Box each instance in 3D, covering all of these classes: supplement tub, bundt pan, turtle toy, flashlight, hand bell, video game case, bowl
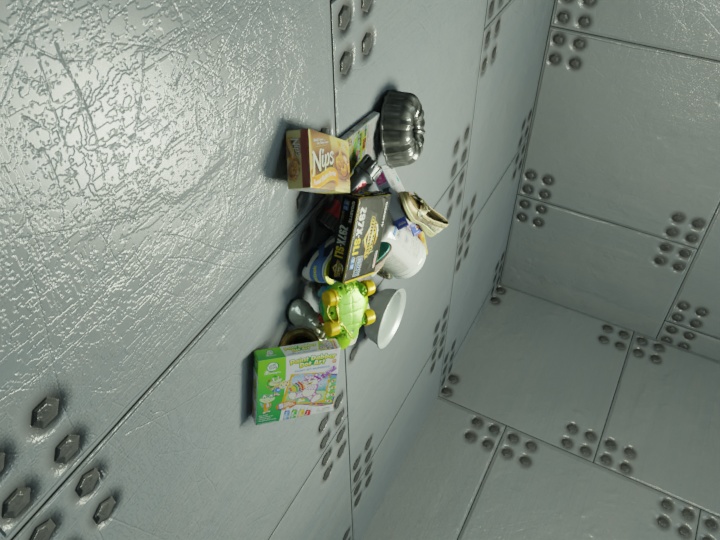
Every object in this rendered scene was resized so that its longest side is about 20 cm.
[{"bbox_3d":[0.077,-0.074,1.798,0.200,0.132,0.132,40,71,-47],"label":"supplement tub"},{"bbox_3d":[0.116,-0.362,1.711,0.202,0.075,0.203,4,90,-70],"label":"bundt pan"},{"bbox_3d":[-0.045,0.102,1.609,0.145,0.101,0.201,-14,112,-35],"label":"turtle toy"},{"bbox_3d":[-0.022,-0.174,1.570,0.200,0.068,0.068,-52,175,-13],"label":"flashlight"},{"bbox_3d":[-0.137,0.205,1.693,0.200,0.104,0.105,66,47,-80],"label":"hand bell"},{"bbox_3d":[-0.008,-0.265,1.635,0.182,0.023,0.201,-49,152,-45],"label":"video game case"},{"bbox_3d":[0.062,0.137,2.095,0.201,0.090,0.202,-53,155,-39],"label":"bowl"}]

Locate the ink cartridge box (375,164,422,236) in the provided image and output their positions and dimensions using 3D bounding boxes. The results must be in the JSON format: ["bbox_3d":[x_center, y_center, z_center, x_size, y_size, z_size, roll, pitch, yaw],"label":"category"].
[{"bbox_3d":[0.096,-0.180,1.728,0.201,0.042,0.119,62,20,-3],"label":"ink cartridge box"}]

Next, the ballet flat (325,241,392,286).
[{"bbox_3d":[0.000,0.000,1.687,0.200,0.068,0.067,-33,141,-2],"label":"ballet flat"}]

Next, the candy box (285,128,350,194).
[{"bbox_3d":[-0.084,-0.222,1.385,0.200,0.055,0.116,-8,95,-67],"label":"candy box"}]

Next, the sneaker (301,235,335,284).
[{"bbox_3d":[-0.078,-0.042,1.603,0.200,0.082,0.074,-59,138,-50],"label":"sneaker"}]

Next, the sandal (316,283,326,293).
[{"bbox_3d":[-0.074,0.078,1.757,0.200,0.054,0.081,56,50,-48],"label":"sandal"}]

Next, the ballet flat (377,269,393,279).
[{"bbox_3d":[0.070,-0.063,1.950,0.068,0.075,0.201,-61,159,-55],"label":"ballet flat"}]

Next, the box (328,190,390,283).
[{"bbox_3d":[-0.001,-0.081,1.546,0.159,0.049,0.201,-15,120,-60],"label":"box"}]

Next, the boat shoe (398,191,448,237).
[{"bbox_3d":[0.160,-0.154,1.709,0.200,0.062,0.074,34,36,-54],"label":"boat shoe"}]

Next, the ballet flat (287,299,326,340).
[{"bbox_3d":[-0.122,0.127,1.651,0.070,0.069,0.200,-63,159,-17],"label":"ballet flat"}]

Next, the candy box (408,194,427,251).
[{"bbox_3d":[0.140,-0.116,2.015,0.117,0.056,0.201,-41,128,-45],"label":"candy box"}]

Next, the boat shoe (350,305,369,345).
[{"bbox_3d":[-0.029,0.152,1.919,0.059,0.072,0.200,-34,-161,36],"label":"boat shoe"}]

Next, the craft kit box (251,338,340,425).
[{"bbox_3d":[-0.153,0.261,1.562,0.199,0.049,0.198,-7,121,-21],"label":"craft kit box"}]
